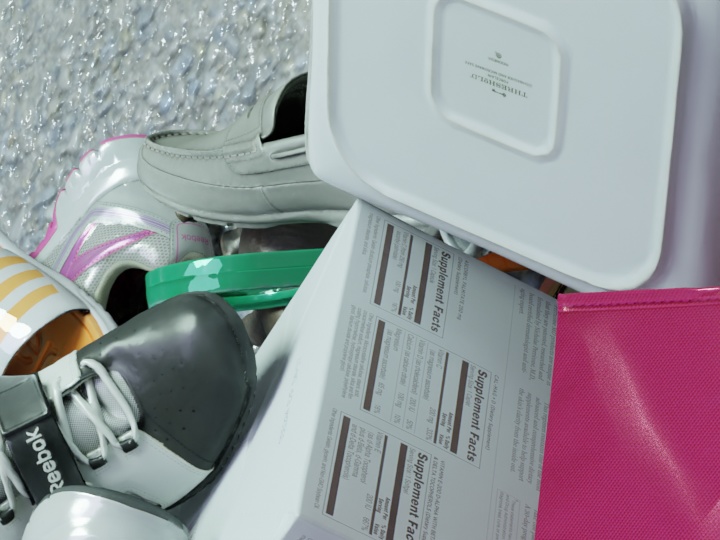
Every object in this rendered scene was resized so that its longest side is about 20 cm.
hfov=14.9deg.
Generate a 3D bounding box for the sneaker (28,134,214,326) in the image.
[{"bbox_3d":[-0.144,0.028,1.433,0.200,0.081,0.088,-55,45,27],"label":"sneaker"}]

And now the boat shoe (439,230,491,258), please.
[{"bbox_3d":[0.049,-0.073,1.098,0.072,0.068,0.200,55,166,26],"label":"boat shoe"}]

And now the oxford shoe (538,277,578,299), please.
[{"bbox_3d":[0.116,0.012,1.161,0.075,0.070,0.200,48,117,13],"label":"oxford shoe"}]

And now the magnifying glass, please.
[{"bbox_3d":[0.000,0.000,1.236,0.199,0.080,0.022,-9,82,14],"label":"magnifying glass"}]

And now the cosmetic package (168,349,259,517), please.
[{"bbox_3d":[-0.110,0.150,1.259,0.200,0.165,0.165,-28,79,44],"label":"cosmetic package"}]

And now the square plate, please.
[{"bbox_3d":[0.055,-0.078,1.012,0.200,0.028,0.199,24,134,26],"label":"square plate"}]

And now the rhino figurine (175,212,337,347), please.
[{"bbox_3d":[-0.027,0.024,1.313,0.087,0.060,0.201,-34,58,28],"label":"rhino figurine"}]

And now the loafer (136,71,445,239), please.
[{"bbox_3d":[-0.024,-0.056,1.247,0.200,0.070,0.070,5,108,39],"label":"loafer"}]

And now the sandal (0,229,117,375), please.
[{"bbox_3d":[-0.198,0.021,1.397,0.207,0.059,0.079,38,109,40],"label":"sandal"}]

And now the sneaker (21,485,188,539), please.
[{"bbox_3d":[-0.129,0.166,1.082,0.200,0.074,0.087,118,165,-47],"label":"sneaker"}]

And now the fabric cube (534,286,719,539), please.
[{"bbox_3d":[0.188,0.119,0.930,0.200,0.196,0.200,-4,75,50],"label":"fabric cube"}]

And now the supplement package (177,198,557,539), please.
[{"bbox_3d":[0.000,0.104,1.077,0.156,0.111,0.200,-56,12,34],"label":"supplement package"}]

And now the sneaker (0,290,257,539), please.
[{"bbox_3d":[-0.127,0.079,1.095,0.200,0.088,0.074,-38,73,26],"label":"sneaker"}]
